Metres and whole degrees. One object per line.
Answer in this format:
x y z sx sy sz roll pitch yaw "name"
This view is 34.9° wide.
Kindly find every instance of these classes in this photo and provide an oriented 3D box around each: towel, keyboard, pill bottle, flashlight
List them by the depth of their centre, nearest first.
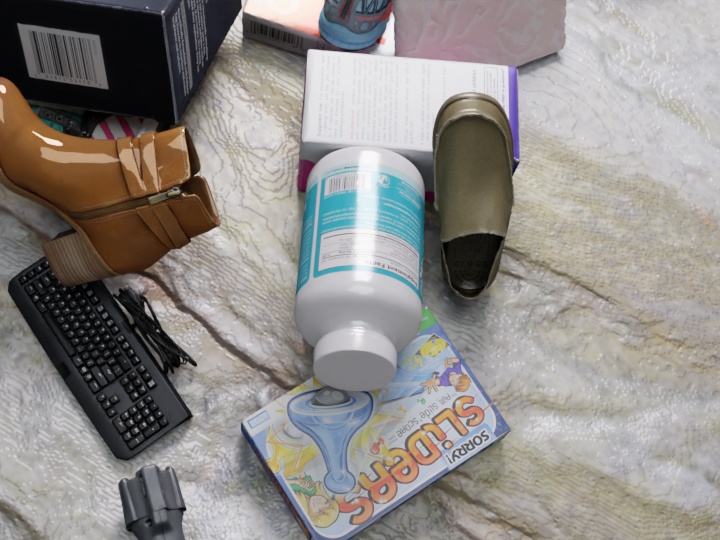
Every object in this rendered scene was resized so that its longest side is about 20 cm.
-0.151 0.264 0.930 0.067 0.068 0.201 -29 66 20 "flashlight"
0.000 0.000 0.994 0.110 0.111 0.201 6 56 -4 "pill bottle"
-0.223 0.059 1.011 0.104 0.040 0.201 -34 77 -16 "keyboard"
0.113 -0.275 1.102 0.190 0.201 0.032 -23 42 -17 "towel"

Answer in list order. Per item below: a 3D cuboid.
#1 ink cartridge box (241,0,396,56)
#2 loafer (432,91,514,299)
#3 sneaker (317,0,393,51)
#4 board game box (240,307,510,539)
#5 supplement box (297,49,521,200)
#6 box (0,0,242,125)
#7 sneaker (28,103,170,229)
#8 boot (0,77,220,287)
-0.015 -0.307 1.170 0.161 0.050 0.202 17 71 0 "ink cartridge box"
0.102 -0.059 1.009 0.075 0.201 0.068 -6 35 3 "loafer"
0.023 -0.308 1.105 0.079 0.096 0.201 19 61 0 "sneaker"
0.013 0.140 1.007 0.199 0.035 0.136 -31 75 -16 "board game box"
0.042 -0.132 1.080 0.198 0.101 0.104 3 68 -5 "supplement box"
-0.230 -0.249 1.040 0.195 0.118 0.201 10 45 8 "box"
-0.247 -0.135 1.064 0.120 0.084 0.201 26 69 -6 "sneaker"
-0.219 -0.091 0.963 0.154 0.077 0.201 -20 104 12 "boot"
